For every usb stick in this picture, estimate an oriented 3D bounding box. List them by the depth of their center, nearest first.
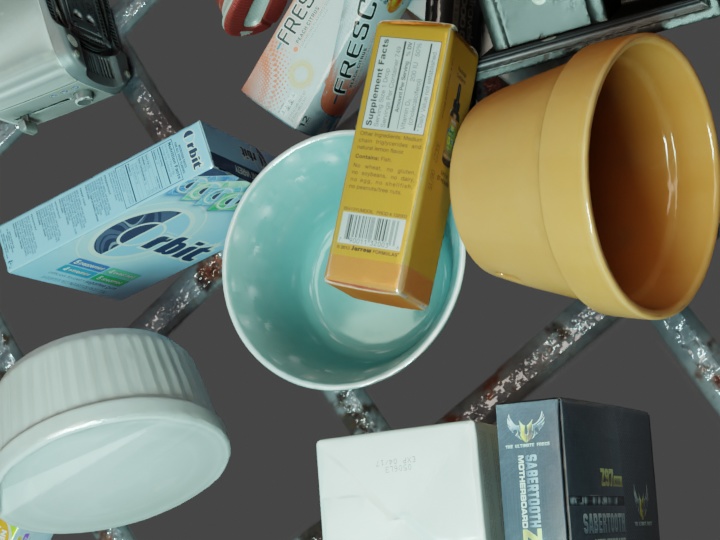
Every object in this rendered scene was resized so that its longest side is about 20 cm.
[{"bbox_3d":[0.076,-0.216,1.228,0.032,0.055,0.203,1,86,54],"label":"usb stick"}]

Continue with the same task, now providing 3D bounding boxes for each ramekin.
[{"bbox_3d":[-0.210,0.127,1.235,0.201,0.202,0.095,-28,60,17],"label":"ramekin"}]

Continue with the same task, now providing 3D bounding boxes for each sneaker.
[{"bbox_3d":[-0.087,-0.305,1.278,0.200,0.078,0.116,-51,58,38],"label":"sneaker"}]

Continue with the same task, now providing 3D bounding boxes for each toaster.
[{"bbox_3d":[-0.299,-0.227,1.369,0.128,0.113,0.202,-23,75,21],"label":"toaster"}]

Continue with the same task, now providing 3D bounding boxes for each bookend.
[{"bbox_3d":[0.156,-0.269,1.126,0.196,0.092,0.202,-11,106,27],"label":"bookend"}]

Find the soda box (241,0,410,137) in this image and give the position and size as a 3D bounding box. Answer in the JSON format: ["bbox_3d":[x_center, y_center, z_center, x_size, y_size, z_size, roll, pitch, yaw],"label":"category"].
[{"bbox_3d":[-0.014,-0.212,1.263,0.068,0.063,0.201,35,100,24],"label":"soda box"}]

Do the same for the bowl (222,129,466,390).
[{"bbox_3d":[0.000,0.000,1.203,0.198,0.105,0.204,-4,78,18],"label":"bowl"}]

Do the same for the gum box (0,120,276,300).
[{"bbox_3d":[-0.168,-0.044,1.252,0.198,0.170,0.045,-25,72,18],"label":"gum box"}]

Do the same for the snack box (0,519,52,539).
[{"bbox_3d":[-0.393,0.250,1.360,0.199,0.068,0.170,28,93,23],"label":"snack box"}]

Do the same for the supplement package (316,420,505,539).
[{"bbox_3d":[0.064,0.181,1.099,0.120,0.200,0.122,-10,77,22],"label":"supplement package"}]

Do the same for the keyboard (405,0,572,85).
[{"bbox_3d":[0.093,-0.211,1.253,0.200,0.011,0.057,40,104,24],"label":"keyboard"}]

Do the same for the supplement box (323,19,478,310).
[{"bbox_3d":[0.032,-0.078,1.117,0.068,0.066,0.203,11,82,24],"label":"supplement box"}]

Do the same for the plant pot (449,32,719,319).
[{"bbox_3d":[0.158,-0.065,1.112,0.139,0.199,0.203,-1,81,39],"label":"plant pot"}]

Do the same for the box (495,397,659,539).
[{"bbox_3d":[0.158,0.174,1.060,0.050,0.199,0.160,-9,78,26],"label":"box"}]
